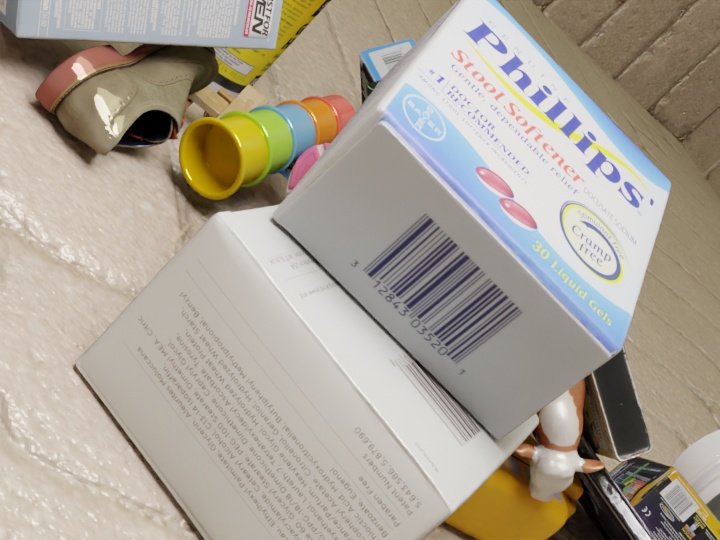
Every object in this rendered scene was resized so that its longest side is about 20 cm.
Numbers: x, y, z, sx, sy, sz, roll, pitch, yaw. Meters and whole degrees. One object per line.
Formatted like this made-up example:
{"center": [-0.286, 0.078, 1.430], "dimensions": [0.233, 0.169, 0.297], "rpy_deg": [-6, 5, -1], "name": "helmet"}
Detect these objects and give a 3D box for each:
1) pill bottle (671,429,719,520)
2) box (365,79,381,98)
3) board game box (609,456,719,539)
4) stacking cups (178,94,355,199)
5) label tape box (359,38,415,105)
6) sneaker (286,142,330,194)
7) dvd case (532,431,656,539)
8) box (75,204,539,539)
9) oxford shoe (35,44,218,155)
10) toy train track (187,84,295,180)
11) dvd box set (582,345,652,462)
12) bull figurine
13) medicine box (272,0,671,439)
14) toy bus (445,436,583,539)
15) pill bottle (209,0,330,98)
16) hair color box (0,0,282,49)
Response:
{"center": [0.403, 0.268, 1.266], "dimensions": [0.113, 0.114, 0.202], "rpy_deg": [24, 31, -47], "name": "pill bottle"}
{"center": [0.051, -0.024, 0.917], "dimensions": [0.201, 0.039, 0.138], "rpy_deg": [69, 9, -49], "name": "box"}
{"center": [0.288, 0.255, 1.053], "dimensions": [0.201, 0.056, 0.165], "rpy_deg": [52, -4, 4], "name": "board game box"}
{"center": [-0.061, -0.102, 0.988], "dimensions": [0.061, 0.061, 0.199], "rpy_deg": [51, 31, 9], "name": "stacking cups"}
{"center": [0.053, -0.107, 1.270], "dimensions": [0.202, 0.062, 0.145], "rpy_deg": [86, -17, -49], "name": "label tape box"}
{"center": [0.000, 0.000, 0.976], "dimensions": [0.203, 0.073, 0.087], "rpy_deg": [67, 10, 9], "name": "sneaker"}
{"center": [0.187, 0.172, 1.025], "dimensions": [0.150, 0.016, 0.200], "rpy_deg": [57, -3, 20], "name": "dvd case"}
{"center": [-0.022, 0.073, 0.734], "dimensions": [0.201, 0.131, 0.198], "rpy_deg": [50, 20, 9], "name": "box"}
{"center": [-0.155, -0.124, 0.919], "dimensions": [0.075, 0.070, 0.200], "rpy_deg": [51, 31, 2], "name": "oxford shoe"}
{"center": [-0.078, -0.088, 1.033], "dimensions": [0.199, 0.033, 0.115], "rpy_deg": [39, 33, -5], "name": "toy train track"}
{"center": [0.172, 0.067, 0.953], "dimensions": [0.200, 0.029, 0.149], "rpy_deg": [68, 7, -83], "name": "dvd box set"}
{"center": [0.120, 0.057, 0.886], "dimensions": [0.121, 0.064, 0.203], "rpy_deg": [-83, 159, -81], "name": "bull figurine"}
{"center": [0.075, -0.042, 0.737], "dimensions": [0.182, 0.103, 0.201], "rpy_deg": [44, 37, -8], "name": "medicine box"}
{"center": [0.088, 0.148, 0.914], "dimensions": [0.199, 0.065, 0.079], "rpy_deg": [34, 25, -35], "name": "toy bus"}
{"center": [-0.086, -0.254, 1.092], "dimensions": [0.112, 0.200, 0.113], "rpy_deg": [39, 22, -20], "name": "pill bottle"}
{"center": [-0.164, -0.205, 0.900], "dimensions": [0.197, 0.062, 0.099], "rpy_deg": [-3, 27, -34], "name": "hair color box"}
